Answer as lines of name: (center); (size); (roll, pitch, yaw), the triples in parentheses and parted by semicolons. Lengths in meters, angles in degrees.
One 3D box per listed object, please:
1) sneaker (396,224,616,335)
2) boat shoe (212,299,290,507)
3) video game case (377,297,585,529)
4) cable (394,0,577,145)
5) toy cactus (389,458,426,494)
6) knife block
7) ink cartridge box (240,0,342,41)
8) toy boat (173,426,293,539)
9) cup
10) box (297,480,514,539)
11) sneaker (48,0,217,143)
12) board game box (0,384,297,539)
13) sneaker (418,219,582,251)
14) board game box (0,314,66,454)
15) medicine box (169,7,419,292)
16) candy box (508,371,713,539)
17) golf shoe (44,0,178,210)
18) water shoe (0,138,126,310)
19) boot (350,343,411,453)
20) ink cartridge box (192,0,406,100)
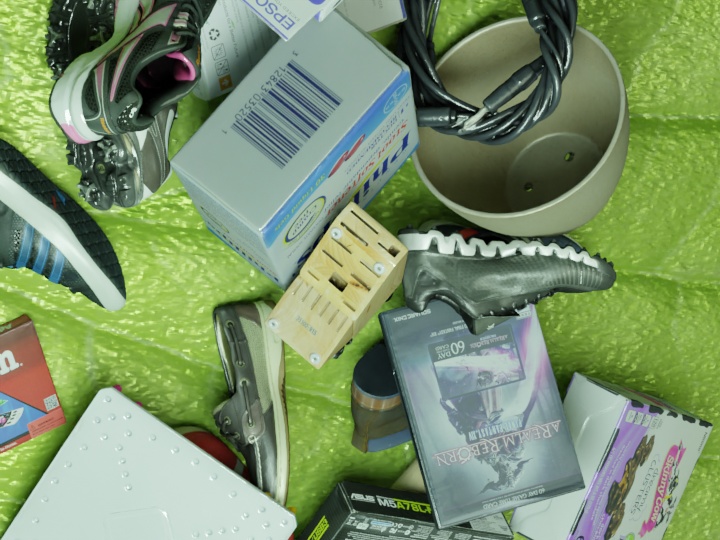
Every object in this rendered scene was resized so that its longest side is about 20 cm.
sneaker: (0.127, 0.016, 1.719); (0.199, 0.066, 0.091); (7, 83, -3)
boat shoe: (-0.099, 0.125, 1.697); (0.064, 0.073, 0.201); (-1, 71, -13)
video game case: (0.109, 0.118, 1.739); (0.142, 0.019, 0.201); (-14, 82, -13)
cable: (0.111, -0.213, 1.689); (0.051, 0.162, 0.201); (33, 68, -64)
toy cactus: (0.106, 0.176, 1.839); (0.165, 0.102, 0.200); (-39, 167, 6)
knife block: (0.000, 0.000, 1.671); (0.200, 0.064, 0.176); (-55, 173, 36)
ink cartridge box: (-0.070, -0.295, 1.522); (0.198, 0.043, 0.200); (42, 64, 5)
toy boat: (-0.129, 0.235, 1.705); (0.131, 0.131, 0.200); (-45, 124, -11)
cup: (0.161, -0.109, 1.749); (0.201, 0.200, 0.143); (-52, 147, -6)
box: (0.017, 0.292, 1.828); (0.199, 0.048, 0.193); (13, 125, -34)
sneaker: (-0.151, -0.170, 1.499); (0.200, 0.086, 0.080); (-62, 141, -29)
board game box: (-0.184, 0.226, 1.639); (0.200, 0.026, 0.200); (35, 108, -1)
sneaker: (0.146, -0.001, 1.823); (0.199, 0.084, 0.075); (3, 105, -33)
board game box: (-0.349, 0.123, 1.599); (0.199, 0.019, 0.103); (-26, 117, -22)
medicine box: (-0.048, -0.099, 1.598); (0.182, 0.103, 0.200); (-49, 167, -8)
candy box: (0.254, 0.204, 1.936); (0.200, 0.071, 0.168); (17, 97, -54)
golf shoe: (-0.199, -0.153, 1.575); (0.094, 0.077, 0.201); (-24, 116, -51)
water shoe: (-0.271, -0.029, 1.578); (0.079, 0.072, 0.200); (-31, 126, 13)
boot: (0.061, 0.096, 1.831); (0.200, 0.075, 0.097); (-28, 146, -34)
ink cartridge box: (-0.073, -0.270, 1.621); (0.199, 0.047, 0.198); (-26, 117, -24)
